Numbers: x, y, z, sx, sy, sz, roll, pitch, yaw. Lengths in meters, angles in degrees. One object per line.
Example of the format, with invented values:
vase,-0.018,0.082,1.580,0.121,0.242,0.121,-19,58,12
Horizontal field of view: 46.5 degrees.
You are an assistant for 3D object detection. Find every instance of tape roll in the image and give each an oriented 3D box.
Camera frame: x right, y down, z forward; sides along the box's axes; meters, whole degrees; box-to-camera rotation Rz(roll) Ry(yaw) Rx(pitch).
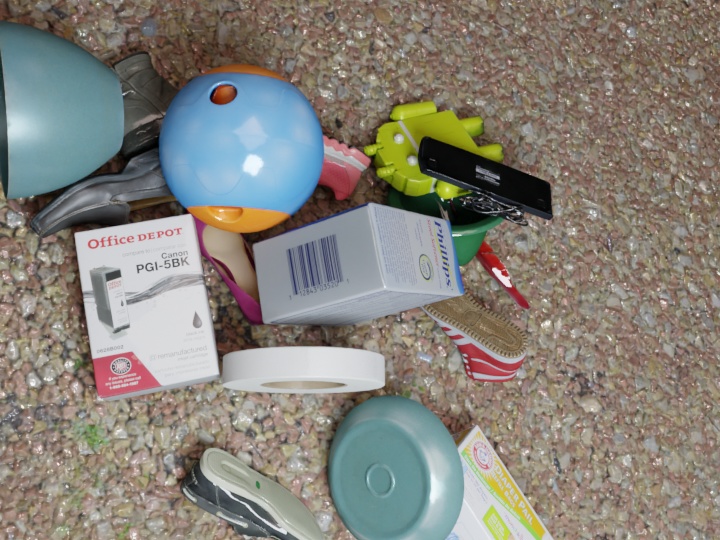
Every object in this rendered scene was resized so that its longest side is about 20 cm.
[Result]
tape roll,-0.068,0.123,1.019,0.201,0.203,0.037,3,76,-19

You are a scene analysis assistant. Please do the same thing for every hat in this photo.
hat,0.130,-0.026,1.220,0.165,0.177,0.199,-28,45,-33

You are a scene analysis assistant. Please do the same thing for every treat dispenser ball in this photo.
treat dispenser ball,-0.143,-0.147,1.020,0.199,0.201,0.203,5,76,-19

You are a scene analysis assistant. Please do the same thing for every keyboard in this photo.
keyboard,0.166,-0.111,1.144,0.198,0.040,0.105,19,45,-8

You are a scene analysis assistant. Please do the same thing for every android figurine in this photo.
android figurine,0.102,-0.173,1.207,0.198,0.041,0.183,-13,55,-20

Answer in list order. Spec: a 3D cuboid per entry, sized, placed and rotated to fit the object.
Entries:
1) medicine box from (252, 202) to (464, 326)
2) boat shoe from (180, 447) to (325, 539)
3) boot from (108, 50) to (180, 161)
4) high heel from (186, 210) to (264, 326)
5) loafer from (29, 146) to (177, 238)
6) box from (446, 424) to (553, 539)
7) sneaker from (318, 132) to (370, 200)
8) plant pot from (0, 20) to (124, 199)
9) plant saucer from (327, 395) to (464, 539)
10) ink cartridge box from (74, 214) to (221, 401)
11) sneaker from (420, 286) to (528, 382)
medicine box,0.000,0.000,1.040,0.199,0.181,0.104,5,71,-56
boat shoe,-0.129,0.298,1.039,0.199,0.072,0.068,37,104,-16
boot,-0.258,-0.240,1.111,0.199,0.068,0.131,-28,82,-25
high heel,-0.161,-0.023,1.075,0.067,0.096,0.201,-32,89,-23
loafer,-0.311,-0.085,1.051,0.199,0.073,0.073,-31,93,-22
box,0.147,0.321,1.083,0.201,0.101,0.112,56,38,-1
sneaker,-0.089,-0.157,1.147,0.199,0.074,0.087,22,97,-4
plant pot,-0.356,-0.188,0.992,0.134,0.200,0.202,-5,79,-26
plant saucer,0.032,0.256,1.034,0.036,0.199,0.202,7,72,-56
ink cartridge box,-0.257,0.045,1.019,0.145,0.083,0.202,-11,81,-10
sneaker,0.145,0.083,1.186,0.200,0.113,0.071,39,67,25
